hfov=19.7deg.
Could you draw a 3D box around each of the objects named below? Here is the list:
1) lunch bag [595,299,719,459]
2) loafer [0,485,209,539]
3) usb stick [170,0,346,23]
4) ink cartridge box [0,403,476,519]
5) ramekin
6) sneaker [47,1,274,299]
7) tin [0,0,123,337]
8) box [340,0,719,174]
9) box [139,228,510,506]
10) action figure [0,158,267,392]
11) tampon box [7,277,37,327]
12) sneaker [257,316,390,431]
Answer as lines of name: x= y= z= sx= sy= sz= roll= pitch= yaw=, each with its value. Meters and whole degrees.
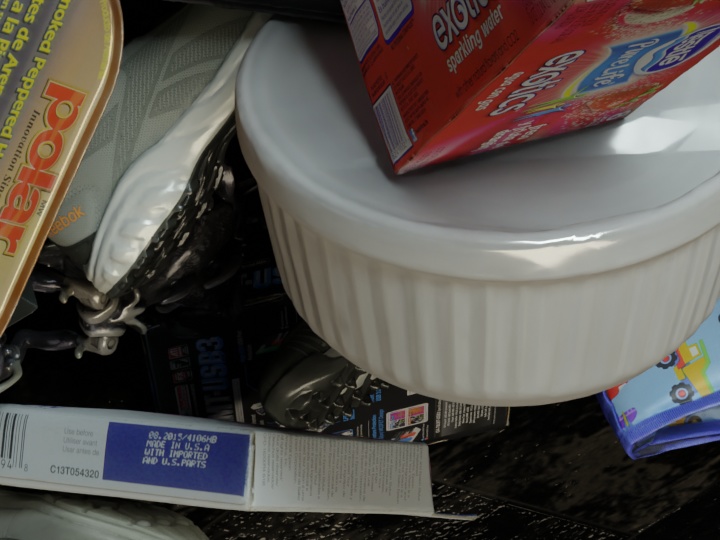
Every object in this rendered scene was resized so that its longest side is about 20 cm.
lunch bag: x=0.188 y=0.006 z=1.066 sx=0.200 sy=0.151 sz=0.094 roll=-15 pitch=147 yaw=-5
loafer: x=-0.149 y=0.141 z=1.002 sx=0.200 sy=0.070 sz=0.070 roll=1 pitch=174 yaw=44
usb stick: x=-0.005 y=-0.114 z=0.783 sx=0.200 sy=0.055 sz=0.033 roll=8 pitch=128 yaw=13
ink cartridge box: x=-0.074 y=0.093 z=1.011 sx=0.196 sy=0.043 sz=0.200 roll=1 pitch=175 yaw=33
ramekin: x=0.053 y=-0.034 z=0.781 sx=0.202 sy=0.202 sz=0.094 roll=-11 pitch=128 yaw=-12
sneaker: x=-0.073 y=-0.086 z=0.856 sx=0.200 sy=0.079 sz=0.074 roll=-54 pitch=175 yaw=11
tin: x=-0.156 y=-0.035 z=0.737 sx=0.112 sy=0.042 sz=0.200 roll=12 pitch=110 yaw=-47
box: x=0.062 y=-0.108 z=0.629 sx=0.095 sy=0.100 sz=0.200 roll=-15 pitch=172 yaw=-17
box: x=-0.016 y=0.042 z=1.114 sx=0.198 sy=0.050 sz=0.200 roll=-13 pitch=147 yaw=-7
action figure: x=-0.122 y=-0.006 z=0.952 sx=0.200 sy=0.102 sz=0.119 roll=-32 pitch=146 yaw=-29
tampon box: x=-0.252 y=-0.036 z=0.812 sx=0.150 sy=0.126 sz=0.200 roll=-29 pitch=146 yaw=13
sneaker: x=0.000 y=0.000 z=0.965 sx=0.200 sy=0.090 sz=0.067 roll=-41 pitch=165 yaw=-43
